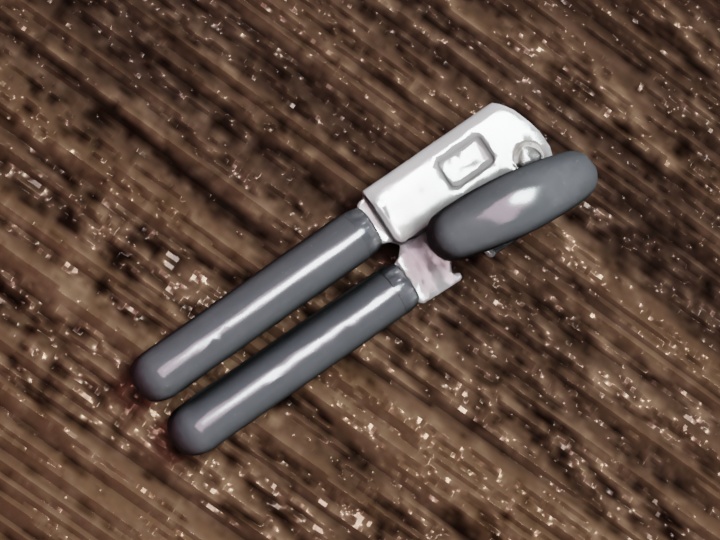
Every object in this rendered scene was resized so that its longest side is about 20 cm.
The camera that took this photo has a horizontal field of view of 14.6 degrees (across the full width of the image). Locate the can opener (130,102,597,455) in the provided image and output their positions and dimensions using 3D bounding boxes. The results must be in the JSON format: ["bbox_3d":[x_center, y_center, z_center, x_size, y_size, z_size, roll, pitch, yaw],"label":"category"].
[{"bbox_3d":[0.000,0.000,1.121,0.200,0.066,0.053,-34,92,-9],"label":"can opener"}]
